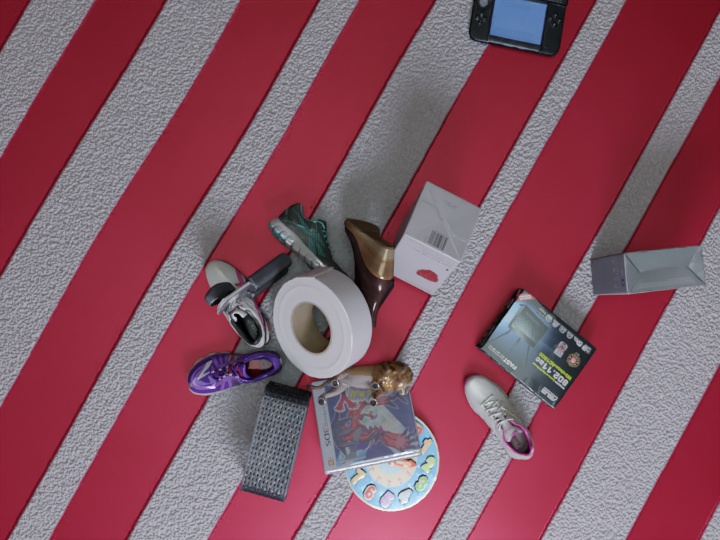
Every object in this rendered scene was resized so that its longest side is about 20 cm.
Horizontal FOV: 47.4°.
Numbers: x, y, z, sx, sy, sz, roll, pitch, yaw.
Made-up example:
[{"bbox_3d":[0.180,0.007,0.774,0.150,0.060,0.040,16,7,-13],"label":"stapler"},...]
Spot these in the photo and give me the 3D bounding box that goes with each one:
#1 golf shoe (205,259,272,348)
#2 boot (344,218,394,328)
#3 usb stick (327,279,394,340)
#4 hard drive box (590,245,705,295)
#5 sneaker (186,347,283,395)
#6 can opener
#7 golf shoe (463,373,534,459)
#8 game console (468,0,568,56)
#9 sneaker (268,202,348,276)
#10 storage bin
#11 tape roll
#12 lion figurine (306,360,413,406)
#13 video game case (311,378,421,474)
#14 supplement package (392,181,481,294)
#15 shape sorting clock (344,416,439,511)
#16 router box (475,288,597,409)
[{"bbox_3d":[-0.243,0.063,1.625,0.072,0.092,0.202,-36,88,1],"label":"golf shoe"},{"bbox_3d":[0.000,0.000,1.619,0.071,0.200,0.170,5,111,-26],"label":"boot"},{"bbox_3d":[-0.002,0.090,1.663,0.055,0.033,0.202,34,87,3],"label":"usb stick"},{"bbox_3d":[0.556,0.003,1.606,0.151,0.200,0.079,-5,87,-3],"label":"hard drive box"},{"bbox_3d":[-0.251,0.195,1.624,0.195,0.083,0.083,-15,88,-2],"label":"sneaker"},{"bbox_3d":[-0.219,0.017,1.599,0.067,0.054,0.199,42,47,9],"label":"can opener"},{"bbox_3d":[0.283,0.292,1.638,0.075,0.092,0.201,-40,88,-2],"label":"golf shoe"},{"bbox_3d":[0.333,-0.551,1.661,0.194,0.118,0.176,10,87,-1],"label":"game console"},{"bbox_3d":[-0.090,-0.057,1.645,0.199,0.078,0.091,43,79,2],"label":"sneaker"},{"bbox_3d":[-0.162,0.329,1.594,0.091,0.135,0.205,13,87,-2],"label":"storage bin"},{"bbox_3d":[-0.075,0.100,1.584,0.199,0.070,0.208,14,113,35],"label":"tape roll"},{"bbox_3d":[0.002,0.213,1.609,0.195,0.123,0.074,6,113,15],"label":"lion figurine"},{"bbox_3d":[0.010,0.294,1.628,0.194,0.023,0.187,-10,67,-3],"label":"video game case"},{"bbox_3d":[0.134,-0.057,1.580,0.119,0.200,0.122,25,68,-1],"label":"supplement package"},{"bbox_3d":[0.062,0.382,1.651,0.194,0.039,0.206,0,87,-2],"label":"shape sorting clock"},{"bbox_3d":[0.355,0.157,1.660,0.199,0.062,0.151,38,88,0],"label":"router box"}]
